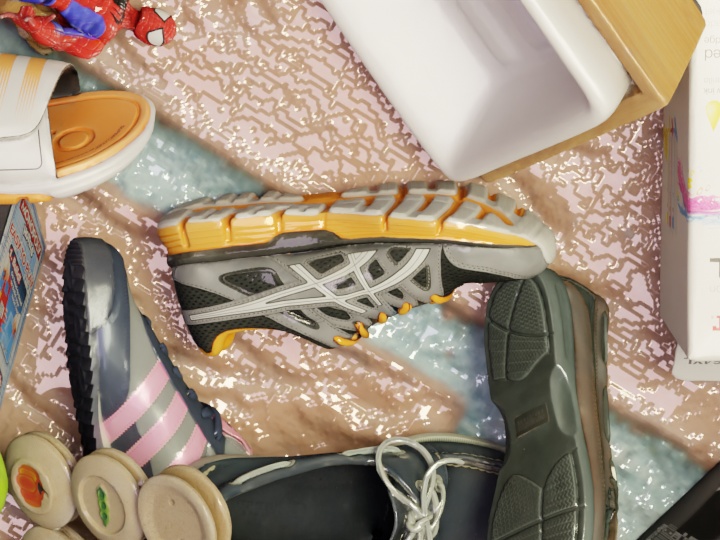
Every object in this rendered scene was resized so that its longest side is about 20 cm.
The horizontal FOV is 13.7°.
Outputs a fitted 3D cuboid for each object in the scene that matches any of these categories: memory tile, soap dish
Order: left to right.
[{"bbox_3d":[-0.112,0.181,1.478,0.153,0.017,0.201,11,117,39],"label":"memory tile"},{"bbox_3d":[0.066,-0.131,1.409,0.081,0.200,0.158,-38,97,-23],"label":"soap dish"}]

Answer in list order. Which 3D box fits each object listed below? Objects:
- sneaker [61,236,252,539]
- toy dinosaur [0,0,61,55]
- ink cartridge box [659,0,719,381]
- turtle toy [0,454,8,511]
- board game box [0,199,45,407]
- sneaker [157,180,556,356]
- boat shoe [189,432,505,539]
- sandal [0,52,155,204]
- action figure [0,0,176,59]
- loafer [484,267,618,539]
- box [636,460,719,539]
[{"bbox_3d":[-0.100,0.075,1.506,0.082,0.070,0.201,-13,104,-14],"label":"sneaker"},{"bbox_3d":[-0.232,-0.144,1.436,0.199,0.106,0.061,5,96,-42],"label":"toy dinosaur"},{"bbox_3d":[0.215,-0.039,1.450,0.128,0.125,0.201,-1,98,0],"label":"ink cartridge box"},{"bbox_3d":[-0.247,0.155,1.494,0.145,0.101,0.200,35,98,-5],"label":"turtle toy"},{"bbox_3d":[-0.247,0.030,1.458,0.199,0.200,0.062,14,142,19],"label":"board game box"},{"bbox_3d":[0.000,0.000,1.483,0.199,0.078,0.078,-2,101,14],"label":"sneaker"},{"bbox_3d":[0.006,0.118,1.484,0.199,0.062,0.075,5,94,-21],"label":"boat shoe"},{"bbox_3d":[-0.205,-0.073,1.464,0.205,0.079,0.059,-5,126,3],"label":"sandal"},{"bbox_3d":[-0.159,-0.145,1.425,0.051,0.200,0.066,4,78,39],"label":"action figure"},{"bbox_3d":[0.104,0.096,1.468,0.063,0.072,0.201,12,68,-37],"label":"loafer"},{"bbox_3d":[0.174,0.152,1.465,0.200,0.158,0.050,-44,97,7],"label":"box"}]
